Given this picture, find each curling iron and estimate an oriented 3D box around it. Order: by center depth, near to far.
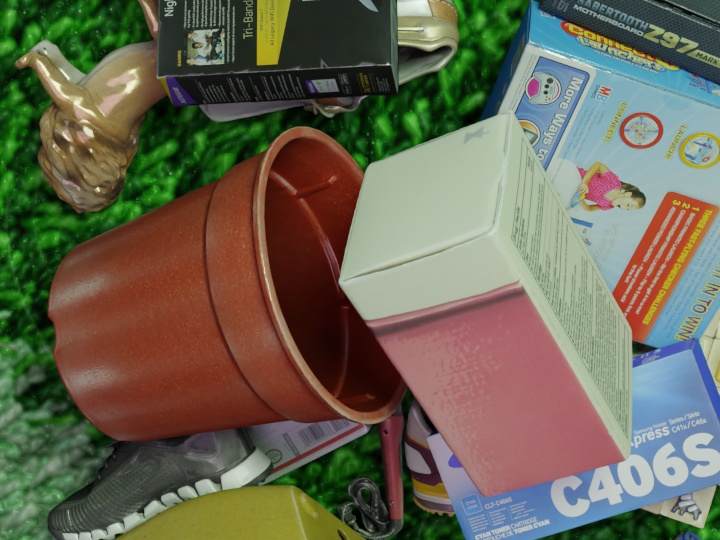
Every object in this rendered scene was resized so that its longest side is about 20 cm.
[{"bbox_3d":[0.012,0.112,1.104,0.049,0.026,0.202,0,108,-10],"label":"curling iron"}]

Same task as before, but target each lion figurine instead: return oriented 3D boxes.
[{"bbox_3d":[-0.166,-0.140,1.076,0.200,0.073,0.123,-37,104,10],"label":"lion figurine"}]

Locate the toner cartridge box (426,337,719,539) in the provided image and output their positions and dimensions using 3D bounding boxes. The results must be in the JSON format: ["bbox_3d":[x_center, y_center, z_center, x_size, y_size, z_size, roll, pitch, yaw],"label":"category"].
[{"bbox_3d":[0.155,0.125,1.036,0.199,0.043,0.096,-21,92,20],"label":"toner cartridge box"}]

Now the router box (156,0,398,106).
[{"bbox_3d":[-0.054,-0.216,1.003,0.156,0.052,0.202,-2,74,6],"label":"router box"}]

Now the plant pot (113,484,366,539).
[{"bbox_3d":[-0.075,0.274,1.074,0.200,0.195,0.195,-38,126,12],"label":"plant pot"}]

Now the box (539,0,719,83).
[{"bbox_3d":[0.218,-0.222,0.952,0.157,0.201,0.051,23,150,1],"label":"box"}]

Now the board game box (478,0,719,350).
[{"bbox_3d":[0.168,-0.055,0.986,0.194,0.056,0.201,18,129,-5],"label":"board game box"}]

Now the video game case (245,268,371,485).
[{"bbox_3d":[-0.100,0.067,1.136,0.142,0.017,0.201,-28,100,21],"label":"video game case"}]

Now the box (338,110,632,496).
[{"bbox_3d":[0.086,0.025,0.944,0.108,0.128,0.200,-19,123,24],"label":"box"}]

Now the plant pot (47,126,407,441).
[{"bbox_3d":[-0.094,0.027,1.019,0.194,0.201,0.202,-17,102,26],"label":"plant pot"}]

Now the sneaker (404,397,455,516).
[{"bbox_3d":[0.131,0.129,1.103,0.198,0.075,0.091,-6,109,8],"label":"sneaker"}]

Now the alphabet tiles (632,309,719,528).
[{"bbox_3d":[0.230,0.075,1.075,0.165,0.006,0.201,19,84,3],"label":"alphabet tiles"}]

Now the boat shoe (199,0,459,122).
[{"bbox_3d":[-0.026,-0.147,1.043,0.199,0.075,0.069,-23,60,12],"label":"boat shoe"}]

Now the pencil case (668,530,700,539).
[{"bbox_3d":[0.187,0.273,1.129,0.199,0.078,0.087,-30,121,12],"label":"pencil case"}]

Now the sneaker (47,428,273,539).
[{"bbox_3d":[-0.167,0.148,1.141,0.199,0.066,0.091,-22,100,24],"label":"sneaker"}]
